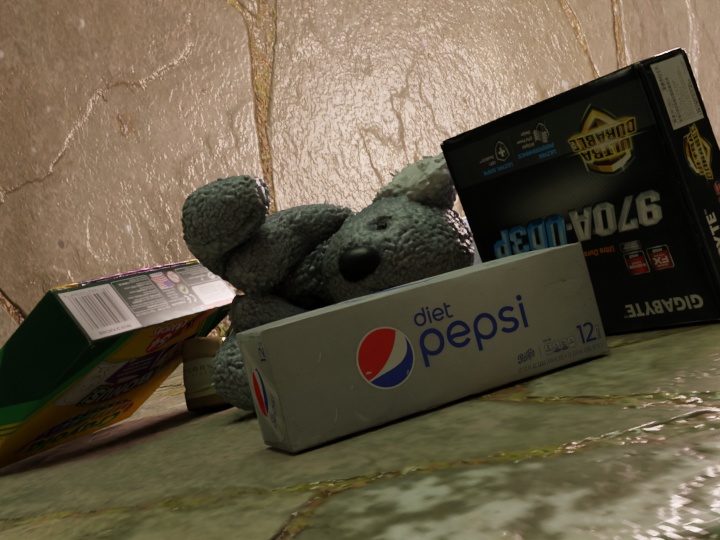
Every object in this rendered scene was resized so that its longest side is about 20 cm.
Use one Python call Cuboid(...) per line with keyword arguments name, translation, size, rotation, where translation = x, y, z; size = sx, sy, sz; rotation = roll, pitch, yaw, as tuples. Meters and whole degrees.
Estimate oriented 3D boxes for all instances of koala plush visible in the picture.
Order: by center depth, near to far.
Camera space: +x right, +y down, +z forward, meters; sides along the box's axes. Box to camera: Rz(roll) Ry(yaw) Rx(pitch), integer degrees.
Cuboid(name="koala plush", translation=(0.000, 0.000, 0.837), size=(0.199, 0.178, 0.184), rotation=(-19, -11, 23))

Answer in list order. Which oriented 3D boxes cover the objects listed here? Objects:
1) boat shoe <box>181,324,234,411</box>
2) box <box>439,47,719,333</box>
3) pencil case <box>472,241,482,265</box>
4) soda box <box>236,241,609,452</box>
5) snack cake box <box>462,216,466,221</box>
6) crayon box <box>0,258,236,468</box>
Cuboid(name="boat shoe", translation=(-0.091, 0.072, 0.983), size=(0.074, 0.067, 0.200), rotation=(-14, 0, 23))
Cuboid(name="box", translation=(0.150, -0.039, 0.720), size=(0.046, 0.159, 0.200), rotation=(-23, 5, -33))
Cuboid(name="pencil case", translation=(0.118, 0.003, 0.992), size=(0.083, 0.091, 0.200), rotation=(-37, -2, 11))
Cuboid(name="soda box", translation=(0.036, 0.040, 0.624), size=(0.199, 0.069, 0.063), rotation=(-16, 0, -20))
Cuboid(name="snack cake box", translation=(0.197, -0.033, 1.709), size=(0.200, 0.115, 0.067), rotation=(-16, 1, -42))
Cuboid(name="crayon box", translation=(-0.217, 0.075, 0.905), size=(0.173, 0.058, 0.200), rotation=(-46, -14, 24))
